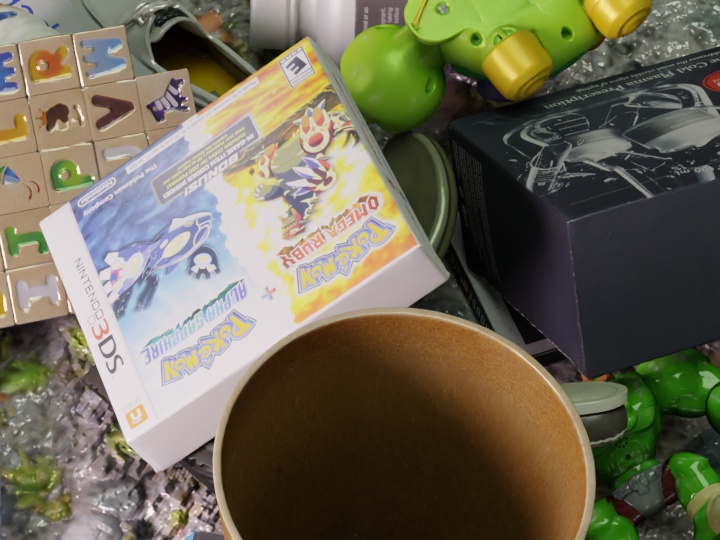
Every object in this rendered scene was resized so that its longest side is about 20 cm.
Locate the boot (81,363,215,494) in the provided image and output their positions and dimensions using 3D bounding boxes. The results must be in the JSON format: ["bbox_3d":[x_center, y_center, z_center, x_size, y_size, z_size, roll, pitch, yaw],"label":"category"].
[{"bbox_3d":[-0.053,0.051,1.480,0.211,0.079,0.158,35,80,35],"label":"boot"}]

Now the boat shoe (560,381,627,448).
[{"bbox_3d":[0.068,0.106,1.456,0.072,0.201,0.061,-15,93,-56],"label":"boat shoe"}]

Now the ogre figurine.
[{"bbox_3d":[0.157,0.118,1.489,0.200,0.098,0.120,-36,67,14],"label":"ogre figurine"}]

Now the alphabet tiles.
[{"bbox_3d":[-0.191,-0.055,1.535,0.199,0.006,0.167,-11,94,-13],"label":"alphabet tiles"}]

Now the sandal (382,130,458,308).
[{"bbox_3d":[0.000,0.001,1.544,0.057,0.080,0.201,35,67,-31],"label":"sandal"}]

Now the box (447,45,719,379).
[{"bbox_3d":[0.180,-0.041,1.520,0.199,0.104,0.182,-17,27,-15],"label":"box"}]

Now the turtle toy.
[{"bbox_3d":[0.074,-0.160,1.575,0.200,0.101,0.146,-32,74,-13],"label":"turtle toy"}]

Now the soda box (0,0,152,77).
[{"bbox_3d":[-0.212,-0.140,1.661,0.063,0.068,0.200,-36,65,-25],"label":"soda box"}]

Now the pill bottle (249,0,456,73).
[{"bbox_3d":[0.027,-0.185,1.684,0.199,0.111,0.111,1,54,-4],"label":"pill bottle"}]

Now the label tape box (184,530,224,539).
[{"bbox_3d":[-0.074,0.224,1.413,0.199,0.066,0.144,12,54,2],"label":"label tape box"}]

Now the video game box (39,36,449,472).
[{"bbox_3d":[-0.071,-0.012,1.449,0.200,0.047,0.182,-34,52,8],"label":"video game box"}]

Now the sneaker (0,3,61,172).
[{"bbox_3d":[-0.238,-0.070,1.553,0.088,0.075,0.200,28,75,17],"label":"sneaker"}]

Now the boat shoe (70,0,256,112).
[{"bbox_3d":[-0.125,-0.150,1.661,0.074,0.086,0.202,-30,59,-27],"label":"boat shoe"}]

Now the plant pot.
[{"bbox_3d":[0.012,0.151,1.310,0.186,0.200,0.187,3,55,-5],"label":"plant pot"}]

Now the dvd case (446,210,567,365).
[{"bbox_3d":[0.156,-0.022,1.630,0.199,0.025,0.151,-15,56,-15],"label":"dvd case"}]
